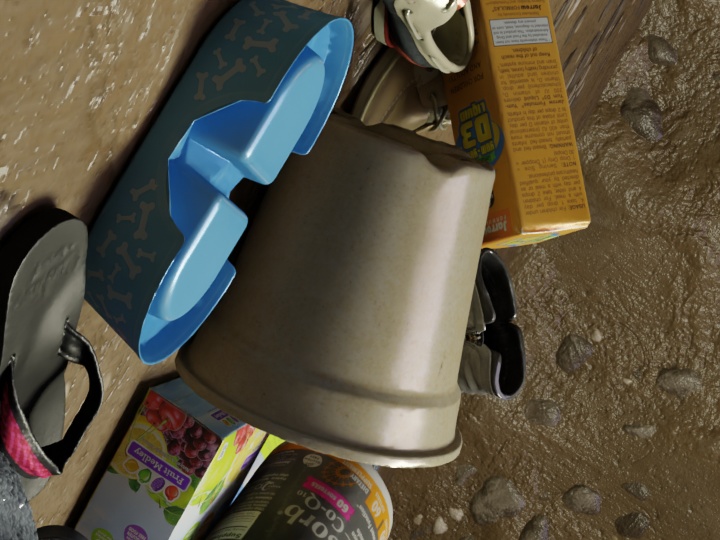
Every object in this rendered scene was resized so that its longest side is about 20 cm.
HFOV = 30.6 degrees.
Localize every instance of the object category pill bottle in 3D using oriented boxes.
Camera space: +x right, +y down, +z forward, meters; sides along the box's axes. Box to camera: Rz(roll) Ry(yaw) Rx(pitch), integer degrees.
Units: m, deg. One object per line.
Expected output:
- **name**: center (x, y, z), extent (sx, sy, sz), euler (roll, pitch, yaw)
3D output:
- **pill bottle**: center (-0.061, 0.220, 0.947), extent (0.200, 0.115, 0.117), euler (-51, 168, -52)

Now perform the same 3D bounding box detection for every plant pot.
- **plant pot**: center (0.000, 0.000, 0.853), extent (0.200, 0.198, 0.186), euler (-21, 131, -74)

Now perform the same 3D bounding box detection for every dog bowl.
- **dog bowl**: center (-0.075, -0.051, 0.670), extent (0.202, 0.049, 0.111), euler (-60, 170, -3)

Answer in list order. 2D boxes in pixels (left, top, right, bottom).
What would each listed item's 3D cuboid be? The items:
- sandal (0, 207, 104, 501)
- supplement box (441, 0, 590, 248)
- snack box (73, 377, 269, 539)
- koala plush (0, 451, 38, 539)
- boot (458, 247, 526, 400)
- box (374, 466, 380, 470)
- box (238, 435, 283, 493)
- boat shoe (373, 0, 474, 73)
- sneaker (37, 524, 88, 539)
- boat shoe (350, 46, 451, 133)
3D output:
- **sandal**: center (-0.150, 0.058, 0.622), extent (0.075, 0.045, 0.201), euler (-50, 166, -44)
- **supplement box**: center (0.105, -0.121, 0.941), extent (0.068, 0.203, 0.066), euler (-10, 175, -29)
- **snack box**: center (-0.142, 0.172, 0.931), extent (0.202, 0.067, 0.169), euler (-60, 171, 9)
- **koala plush**: center (-0.151, 0.183, 0.538), extent (0.184, 0.198, 0.178), euler (-53, 168, -31)
- **boot**: center (0.052, 0.000, 0.956), extent (0.069, 0.203, 0.131), euler (-22, -178, -40)
- **box**: center (-0.034, 0.185, 1.389), extent (0.149, 0.104, 0.201), euler (-55, 168, -23)
- **box**: center (-0.102, 0.157, 1.130), extent (0.201, 0.047, 0.122), euler (-58, 170, -15)
- **boat shoe**: center (0.042, -0.183, 0.832), extent (0.072, 0.062, 0.200), euler (-55, 168, -10)
- **sneaker**: center (-0.205, 0.219, 0.803), extent (0.202, 0.069, 0.082), euler (-61, -173, 25)
- **boat shoe**: center (0.051, -0.140, 0.986), extent (0.201, 0.064, 0.072), euler (-53, 168, -33)
